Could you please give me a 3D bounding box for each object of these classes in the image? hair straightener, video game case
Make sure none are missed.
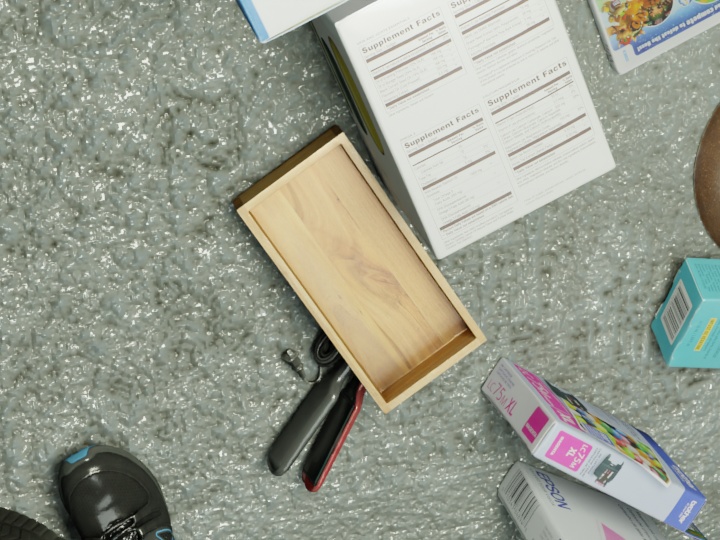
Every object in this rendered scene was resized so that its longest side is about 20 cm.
[{"bbox_3d":[-0.021,0.076,1.664,0.076,0.041,0.201,24,105,-27],"label":"hair straightener"},{"bbox_3d":[0.223,-0.264,1.597,0.142,0.018,0.201,-28,120,-5],"label":"video game case"}]

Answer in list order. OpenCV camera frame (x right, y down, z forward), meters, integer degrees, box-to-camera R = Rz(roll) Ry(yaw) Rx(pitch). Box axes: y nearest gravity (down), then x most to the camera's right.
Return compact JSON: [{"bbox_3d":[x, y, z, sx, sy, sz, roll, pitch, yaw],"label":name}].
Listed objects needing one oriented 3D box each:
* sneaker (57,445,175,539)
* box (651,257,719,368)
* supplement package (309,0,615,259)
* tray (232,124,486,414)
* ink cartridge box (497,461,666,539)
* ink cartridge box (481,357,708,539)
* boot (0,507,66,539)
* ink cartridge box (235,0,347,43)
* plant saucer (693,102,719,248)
[{"bbox_3d":[-0.171,0.223,1.661,0.073,0.082,0.201,-28,119,-2],"label":"sneaker"},{"bbox_3d":[0.347,0.039,1.753,0.198,0.049,0.083,3,135,-19],"label":"box"},{"bbox_3d":[0.062,-0.150,1.519,0.150,0.152,0.201,-27,120,-4],"label":"supplement package"},{"bbox_3d":[0.000,0.000,1.616,0.098,0.037,0.201,-35,109,0],"label":"tray"},{"bbox_3d":[0.228,0.249,1.742,0.199,0.197,0.044,21,109,-26],"label":"ink cartridge box"},{"bbox_3d":[0.200,0.147,1.728,0.199,0.119,0.042,31,101,-28],"label":"ink cartridge box"},{"bbox_3d":[-0.230,0.280,1.629,0.077,0.199,0.140,-25,134,-49],"label":"boot"},{"bbox_3d":[-0.080,-0.259,1.392,0.083,0.200,0.146,-28,121,-1],"label":"ink cartridge box"},{"bbox_3d":[0.367,-0.085,1.722,0.198,0.037,0.202,-7,116,-15],"label":"plant saucer"}]
